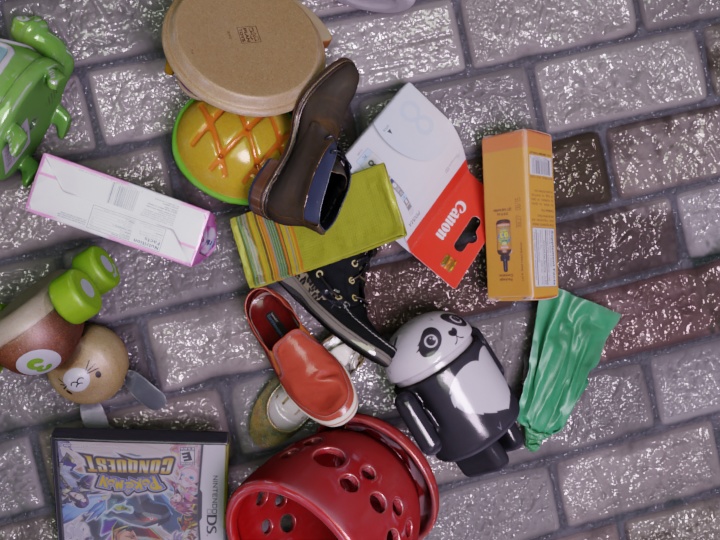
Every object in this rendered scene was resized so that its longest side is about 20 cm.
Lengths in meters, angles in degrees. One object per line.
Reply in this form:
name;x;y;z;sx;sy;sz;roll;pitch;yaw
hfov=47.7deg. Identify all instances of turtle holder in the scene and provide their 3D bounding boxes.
turtle holder;-0.394;-0.200;0.894;0.131;0.141;0.187;26;90;-6

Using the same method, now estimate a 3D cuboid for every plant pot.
plant pot;-0.023;0.270;0.912;0.202;0.199;0.182;58;42;-6

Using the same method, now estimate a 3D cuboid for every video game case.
video game case;-0.256;0.269;0.956;0.197;0.026;0.183;3;113;-7

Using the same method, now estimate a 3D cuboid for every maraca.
maraca;-0.119;-0.139;0.947;0.197;0.107;0.139;13;78;-15

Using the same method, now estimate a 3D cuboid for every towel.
towel;-0.051;-0.048;0.913;0.198;0.018;0.087;-18;94;19

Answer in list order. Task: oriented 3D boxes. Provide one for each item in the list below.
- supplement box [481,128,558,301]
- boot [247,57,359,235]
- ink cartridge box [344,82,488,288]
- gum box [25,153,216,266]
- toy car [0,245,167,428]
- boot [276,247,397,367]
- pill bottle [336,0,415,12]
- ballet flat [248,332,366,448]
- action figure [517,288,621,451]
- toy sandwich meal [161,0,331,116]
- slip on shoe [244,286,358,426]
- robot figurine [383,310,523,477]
supplement box;0.194;-0.064;0.989;0.068;0.066;0.203;3;86;-46
boot;-0.032;-0.131;0.880;0.096;0.075;0.202;26;85;31
ink cartridge box;0.081;-0.102;0.964;0.200;0.047;0.161;41;57;-5
gum box;-0.260;-0.065;0.928;0.198;0.113;0.067;20;90;-7
toy car;-0.319;0.106;0.921;0.163;0.158;0.201;-30;108;8
boot;-0.001;-0.001;0.951;0.203;0.074;0.154;39;84;27
pill bottle;0.026;-0.416;0.948;0.111;0.112;0.203;9;92;-7
ballet flat;-0.062;0.138;0.985;0.200;0.071;0.071;-45;96;-3
action figure;0.243;0.130;1.025;0.117;0.055;0.202;20;86;-9
toy sandwich meal;-0.129;-0.247;0.920;0.202;0.070;0.208;8;63;-16
slip on shoe;-0.075;0.096;0.937;0.074;0.061;0.201;-37;64;-2
robot figurine;0.113;0.145;0.973;0.124;0.150;0.201;-32;93;7
